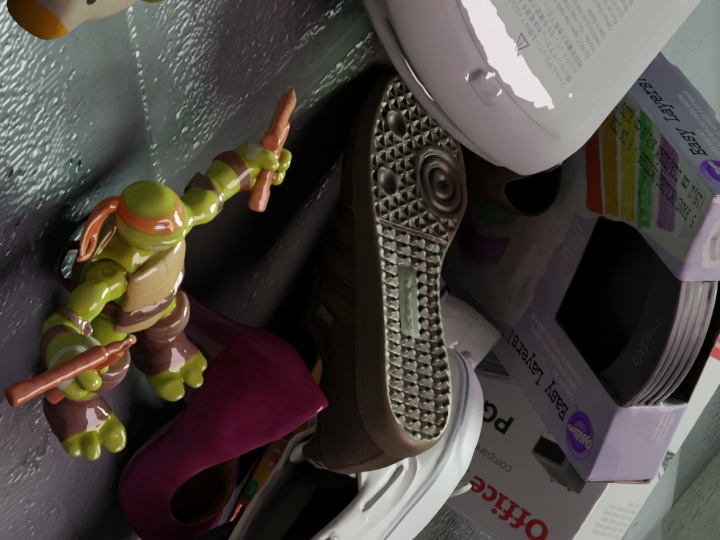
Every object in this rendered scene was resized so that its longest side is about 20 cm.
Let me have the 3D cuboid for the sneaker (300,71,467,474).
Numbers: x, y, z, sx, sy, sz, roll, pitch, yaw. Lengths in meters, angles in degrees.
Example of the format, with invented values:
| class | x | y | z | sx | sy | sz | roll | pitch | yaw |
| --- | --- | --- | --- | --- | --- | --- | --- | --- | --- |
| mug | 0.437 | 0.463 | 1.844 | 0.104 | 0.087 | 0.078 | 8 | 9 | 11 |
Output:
| class | x | y | z | sx | sy | sz | roll | pitch | yaw |
| --- | --- | --- | --- | --- | --- | --- | --- | --- | --- |
| sneaker | 0.000 | 0.000 | 1.362 | 0.070 | 0.075 | 0.201 | 29 | 52 | -37 |

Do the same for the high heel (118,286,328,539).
| class | x | y | z | sx | sy | sz | roll | pitch | yaw |
| --- | --- | --- | --- | --- | --- | --- | --- | --- | --- |
| high heel | -0.060 | 0.094 | 1.377 | 0.067 | 0.096 | 0.201 | -40 | 153 | -36 |

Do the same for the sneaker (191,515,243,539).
| class | x | y | z | sx | sy | sz | roll | pitch | yaw |
| --- | --- | --- | --- | --- | --- | --- | --- | --- | --- |
| sneaker | -0.110 | 0.177 | 1.409 | 0.199 | 0.082 | 0.071 | -31 | 107 | -28 |

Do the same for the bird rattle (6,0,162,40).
| class | x | y | z | sx | sy | sz | roll | pitch | yaw |
| --- | --- | --- | --- | --- | --- | --- | --- | --- | --- |
| bird rattle | -0.069 | -0.166 | 1.036 | 0.200 | 0.112 | 0.163 | -52 | 175 | -48 |

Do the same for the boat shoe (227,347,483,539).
| class | x | y | z | sx | sy | sz | roll | pitch | yaw |
| --- | --- | --- | --- | --- | --- | --- | --- | --- | --- |
| boat shoe | -0.005 | 0.101 | 1.390 | 0.200 | 0.073 | 0.066 | -58 | 140 | -34 |

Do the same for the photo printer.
| class | x | y | z | sx | sy | sz | roll | pitch | yaw |
| --- | --- | --- | --- | --- | --- | --- | --- | --- | --- |
| photo printer | 0.087 | -0.155 | 1.303 | 0.200 | 0.069 | 0.167 | -51 | 131 | -15 |

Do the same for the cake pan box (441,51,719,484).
| class | x | y | z | sx | sy | sz | roll | pitch | yaw |
| --- | --- | --- | --- | --- | --- | --- | --- | --- | --- |
| cake pan box | 0.126 | -0.016 | 1.490 | 0.052 | 0.200 | 0.185 | -1 | 128 | -29 |

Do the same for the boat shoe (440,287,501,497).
| class | x | y | z | sx | sy | sz | roll | pitch | yaw |
| --- | --- | --- | --- | --- | --- | --- | --- | --- | --- |
| boat shoe | 0.018 | 0.105 | 1.549 | 0.203 | 0.086 | 0.075 | -60 | -179 | 16 |

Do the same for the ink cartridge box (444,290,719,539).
| class | x | y | z | sx | sy | sz | roll | pitch | yaw |
| --- | --- | --- | --- | --- | --- | --- | --- | --- | --- |
| ink cartridge box | 0.115 | 0.057 | 1.634 | 0.201 | 0.146 | 0.083 | -58 | 159 | 4 |

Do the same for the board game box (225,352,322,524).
| class | x | y | z | sx | sy | sz | roll | pitch | yaw |
| --- | --- | --- | --- | --- | --- | --- | --- | --- | --- |
| board game box | -0.010 | 0.044 | 1.472 | 0.201 | 0.030 | 0.096 | -58 | 180 | 10 |

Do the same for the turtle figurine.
| class | x | y | z | sx | sy | sz | roll | pitch | yaw |
| --- | --- | --- | --- | --- | --- | --- | --- | --- | --- |
| turtle figurine | -0.102 | 0.013 | 1.215 | 0.200 | 0.064 | 0.162 | -52 | 168 | -34 |

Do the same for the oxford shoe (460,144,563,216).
| class | x | y | z | sx | sy | sz | roll | pitch | yaw |
| --- | --- | --- | --- | --- | --- | --- | --- | --- | --- |
| oxford shoe | 0.075 | -0.096 | 1.415 | 0.073 | 0.084 | 0.200 | -45 | 154 | -15 |
